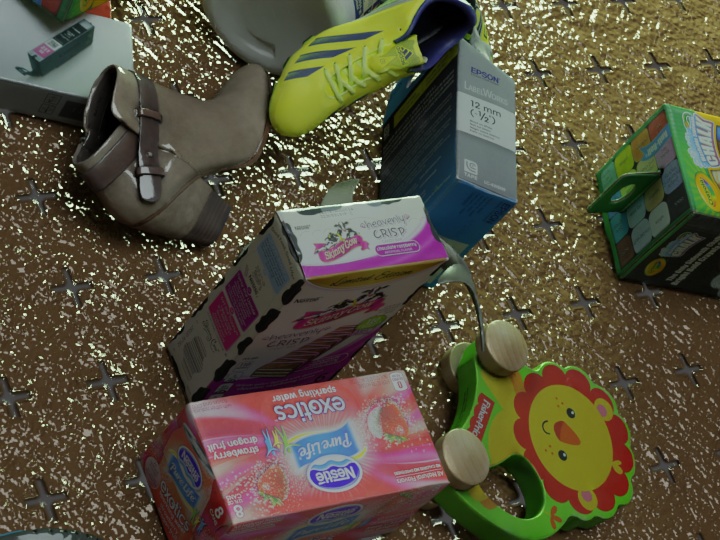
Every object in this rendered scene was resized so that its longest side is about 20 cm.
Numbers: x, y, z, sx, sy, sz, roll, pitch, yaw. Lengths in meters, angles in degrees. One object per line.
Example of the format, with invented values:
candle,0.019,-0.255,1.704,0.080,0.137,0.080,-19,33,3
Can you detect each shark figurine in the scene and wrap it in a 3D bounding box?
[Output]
shark figurine,0.022,-0.003,1.605,0.214,0.090,0.128,12,37,23

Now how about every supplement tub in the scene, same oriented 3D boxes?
supplement tub,-0.039,-0.281,1.733,0.145,0.145,0.200,37,46,-5

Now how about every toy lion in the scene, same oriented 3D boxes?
toy lion,0.143,0.150,1.611,0.192,0.069,0.200,39,46,-14

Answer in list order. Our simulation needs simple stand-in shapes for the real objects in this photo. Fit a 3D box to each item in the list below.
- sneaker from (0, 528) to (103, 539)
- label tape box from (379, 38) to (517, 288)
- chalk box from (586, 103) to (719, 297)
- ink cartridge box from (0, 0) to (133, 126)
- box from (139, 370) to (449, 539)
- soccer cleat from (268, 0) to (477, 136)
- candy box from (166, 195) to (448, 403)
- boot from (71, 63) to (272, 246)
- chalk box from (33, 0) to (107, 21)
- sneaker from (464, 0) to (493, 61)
sneaker,-0.180,0.232,1.325,0.199,0.073,0.082,16,52,-22
label tape box,0.075,-0.107,1.684,0.066,0.143,0.201,21,50,-19
chalk box,0.305,-0.065,1.819,0.199,0.125,0.124,12,53,-28
ink cartridge box,-0.285,-0.210,1.594,0.199,0.044,0.174,11,55,-27
box,-0.049,0.150,1.454,0.199,0.095,0.103,-6,63,-36
soccer cleat,0.010,-0.177,1.619,0.200,0.084,0.065,-37,126,-18
candy box,-0.043,0.025,1.474,0.136,0.200,0.061,-8,63,-36
boot,-0.152,-0.120,1.572,0.146,0.070,0.201,37,52,-35
chalk box,-0.238,-0.296,1.583,0.124,0.125,0.200,36,34,9
sneaker,0.073,-0.234,1.775,0.075,0.200,0.077,-13,44,6
